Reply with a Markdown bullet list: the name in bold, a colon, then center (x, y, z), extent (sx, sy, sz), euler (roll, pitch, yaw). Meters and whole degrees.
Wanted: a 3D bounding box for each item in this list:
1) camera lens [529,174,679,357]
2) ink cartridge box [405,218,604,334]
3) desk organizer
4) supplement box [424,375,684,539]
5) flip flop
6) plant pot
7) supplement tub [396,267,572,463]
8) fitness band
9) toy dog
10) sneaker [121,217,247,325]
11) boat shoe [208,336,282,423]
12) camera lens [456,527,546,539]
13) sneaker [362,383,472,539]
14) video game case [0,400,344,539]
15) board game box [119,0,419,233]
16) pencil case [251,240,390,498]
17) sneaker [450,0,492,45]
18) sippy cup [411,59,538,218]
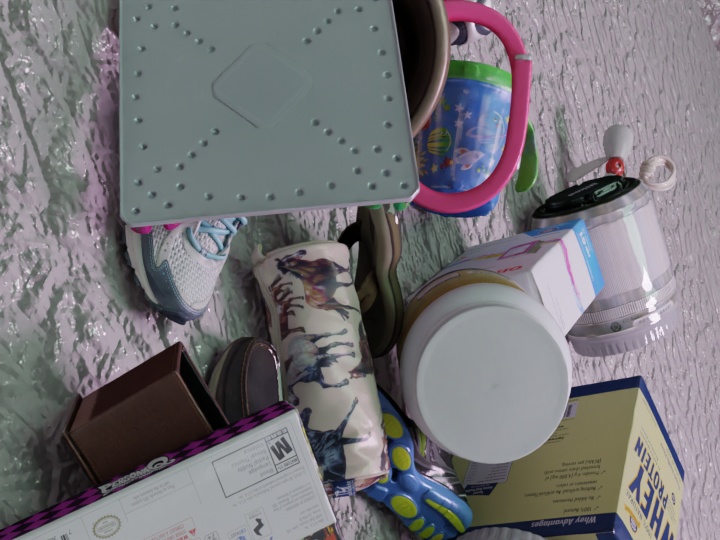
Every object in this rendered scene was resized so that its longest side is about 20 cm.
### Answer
- **camera lens**: center (0.316, -0.010, 1.434), extent (0.160, 0.158, 0.203), euler (-35, 108, -59)
- **ink cartridge box**: center (0.155, 0.024, 1.155), extent (0.200, 0.143, 0.086), euler (-36, 109, -59)
- **desk organizer**: center (-0.097, 0.153, 0.688), extent (0.202, 0.076, 0.072), euler (62, -1, -13)
- **supplement box**: center (0.193, 0.233, 1.081), extent (0.135, 0.197, 0.201), euler (59, 35, -25)
- **flip flop**: center (0.000, 0.000, 0.933), extent (0.201, 0.057, 0.082), euler (92, -22, -53)
- **plant pot**: center (-0.016, -0.189, 0.934), extent (0.175, 0.197, 0.203), euler (-53, 125, -75)
- **supplement tub**: center (0.102, 0.078, 0.950), extent (0.200, 0.142, 0.147), euler (-80, 154, -84)
- **fitness band**: center (0.091, -0.157, 1.069), extent (0.037, 0.141, 0.204), euler (-40, 136, -85)
- **toy dog**: center (0.348, -0.100, 1.587), extent (0.131, 0.097, 0.201), euler (38, 68, 6)
- **sneaker**: center (-0.109, -0.060, 0.792), extent (0.077, 0.085, 0.203), euler (39, 46, -46)
- **boat shoe**: center (-0.065, 0.145, 0.796), extent (0.074, 0.072, 0.204), euler (26, 57, -54)
- **camera lens**: center (0.110, 0.339, 0.918), extent (0.161, 0.158, 0.201), euler (61, 33, -24)
- **sneaker**: center (0.032, 0.161, 0.981), extent (0.200, 0.070, 0.083), euler (51, 16, -34)
- **video game case**: center (-0.097, 0.198, 0.631), extent (0.197, 0.036, 0.184), euler (-23, 101, -14)
- **board game box**: center (-0.068, -0.122, 0.776), extent (0.026, 0.196, 0.203), euler (91, -7, -62)
- **pencil case**: center (-0.034, 0.076, 0.874), extent (0.088, 0.077, 0.204), euler (-7, 84, -38)
- **sneaker**: center (0.043, -0.277, 1.161), extent (0.200, 0.128, 0.080), euler (56, -13, 45)
- **sippy cup**: center (0.101, -0.129, 1.154), extent (0.140, 0.174, 0.133), euler (75, 23, -73)
